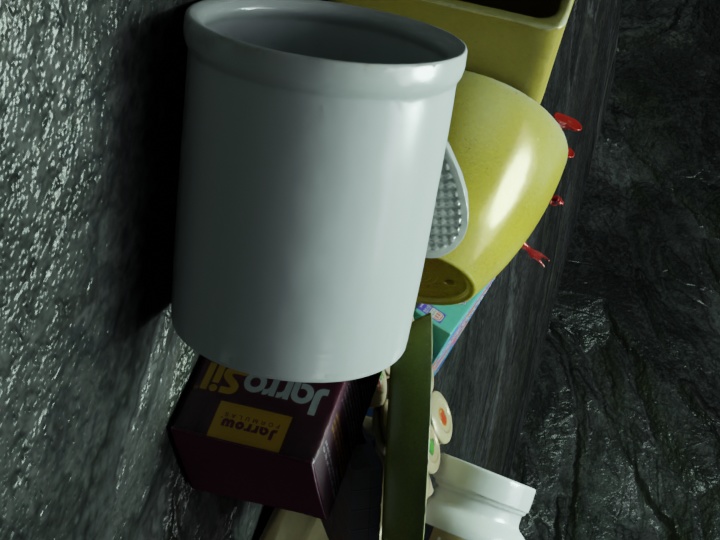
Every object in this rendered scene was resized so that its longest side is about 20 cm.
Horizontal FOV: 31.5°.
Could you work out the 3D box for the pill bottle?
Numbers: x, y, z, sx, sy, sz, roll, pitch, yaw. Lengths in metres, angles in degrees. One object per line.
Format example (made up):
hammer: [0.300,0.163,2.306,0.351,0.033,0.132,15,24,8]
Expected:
pill bottle: [0.084,0.277,1.167,0.116,0.115,0.201,42,67,-74]

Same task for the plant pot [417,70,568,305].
plant pot: [0.064,-0.056,1.075,0.200,0.199,0.142,73,29,-62]

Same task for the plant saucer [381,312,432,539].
plant saucer: [0.034,0.131,0.963,0.200,0.031,0.201,4,90,-89]

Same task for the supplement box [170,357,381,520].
supplement box: [-0.048,0.069,0.948,0.086,0.110,0.200,83,24,-51]

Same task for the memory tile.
memory tile: [0.031,0.091,1.117,0.201,0.017,0.153,67,24,-17]

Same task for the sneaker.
sneaker: [0.019,-0.105,0.977,0.200,0.078,0.079,59,8,-10]

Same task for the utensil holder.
utensil holder: [-0.033,-0.055,0.798,0.170,0.169,0.201,-49,150,-63]

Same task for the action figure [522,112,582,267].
action figure: [0.204,-0.081,1.429,0.200,0.099,0.065,-50,-168,53]

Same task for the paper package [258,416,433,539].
paper package: [-0.012,0.252,1.213,0.200,0.103,0.191,73,39,-61]

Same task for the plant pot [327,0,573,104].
plant pot: [0.088,-0.217,1.109,0.200,0.194,0.196,92,16,-52]

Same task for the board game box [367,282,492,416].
board game box: [0.068,0.074,1.307,0.152,0.045,0.200,-49,169,-46]

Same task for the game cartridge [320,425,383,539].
game cartridge: [-0.023,0.144,1.049,0.200,0.038,0.130,-118,-159,-51]
